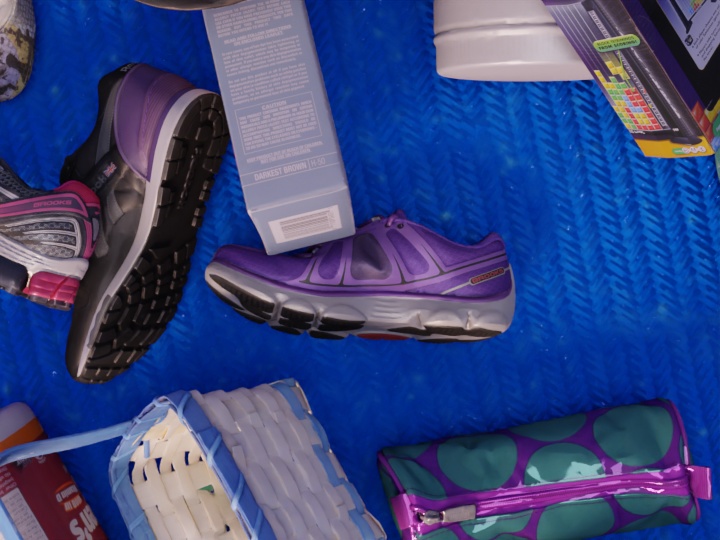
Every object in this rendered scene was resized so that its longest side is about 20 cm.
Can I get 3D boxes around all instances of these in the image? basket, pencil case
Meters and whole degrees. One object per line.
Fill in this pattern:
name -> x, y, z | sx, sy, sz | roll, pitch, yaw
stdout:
basket -> -0.098, 0.161, 0.767 | 0.199, 0.139, 0.177 | -11, 63, -41
pencil case -> 0.113, 0.137, 0.839 | 0.197, 0.092, 0.086 | -10, 94, -3

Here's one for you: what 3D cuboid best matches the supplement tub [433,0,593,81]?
supplement tub -> 0.108, -0.220, 0.796 | 0.130, 0.132, 0.203 | -1, 94, -3

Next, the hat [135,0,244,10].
hat -> -0.076, -0.236, 0.712 | 0.198, 0.081, 0.203 | 1, 94, 7

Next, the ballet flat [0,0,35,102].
ballet flat -> -0.244, -0.205, 0.809 | 0.071, 0.072, 0.203 | -7, 94, -3

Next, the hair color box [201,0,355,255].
hair color box -> -0.055, -0.122, 0.782 | 0.060, 0.099, 0.202 | -13, 76, -1

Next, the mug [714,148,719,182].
mug -> 0.284, -0.071, 0.814 | 0.184, 0.114, 0.153 | -30, 84, -6

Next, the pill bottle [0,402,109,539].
pill bottle -> -0.204, 0.193, 0.816 | 0.109, 0.110, 0.201 | -30, 95, -1

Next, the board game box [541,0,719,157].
board game box -> 0.185, -0.192, 0.741 | 0.166, 0.056, 0.201 | 48, 65, -27

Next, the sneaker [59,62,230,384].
sneaker -> -0.153, -0.031, 0.836 | 0.087, 0.076, 0.202 | 26, 100, 24

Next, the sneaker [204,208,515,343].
sneaker -> 0.000, 0.000, 0.844 | 0.197, 0.081, 0.085 | 4, 76, -10

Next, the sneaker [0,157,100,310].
sneaker -> -0.248, -0.042, 0.806 | 0.198, 0.081, 0.075 | 21, 84, 10
